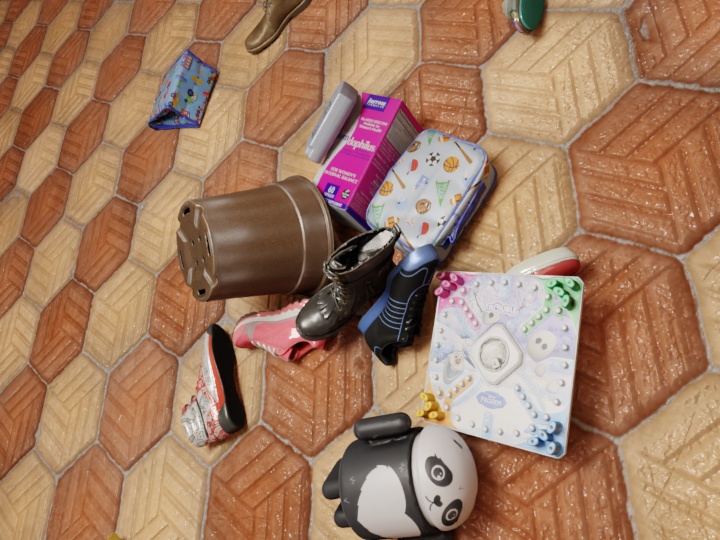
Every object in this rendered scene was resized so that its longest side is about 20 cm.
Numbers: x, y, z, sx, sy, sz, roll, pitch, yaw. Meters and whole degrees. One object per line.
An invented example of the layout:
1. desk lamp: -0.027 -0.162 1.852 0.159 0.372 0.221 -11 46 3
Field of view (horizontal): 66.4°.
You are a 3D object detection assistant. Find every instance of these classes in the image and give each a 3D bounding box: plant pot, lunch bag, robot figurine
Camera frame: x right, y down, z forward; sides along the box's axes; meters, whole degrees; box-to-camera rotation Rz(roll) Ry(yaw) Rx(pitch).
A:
1. plant pot: -0.176 -0.043 0.878 0.198 0.194 0.207 17 112 50
2. lunch bag: 0.109 -0.108 0.848 0.159 0.075 0.203 32 88 36
3. lunch bag: -0.462 -0.433 1.361 0.197 0.093 0.155 4 74 44
4. robot figurine: 0.049 0.267 0.690 0.196 0.150 0.127 -19 47 25

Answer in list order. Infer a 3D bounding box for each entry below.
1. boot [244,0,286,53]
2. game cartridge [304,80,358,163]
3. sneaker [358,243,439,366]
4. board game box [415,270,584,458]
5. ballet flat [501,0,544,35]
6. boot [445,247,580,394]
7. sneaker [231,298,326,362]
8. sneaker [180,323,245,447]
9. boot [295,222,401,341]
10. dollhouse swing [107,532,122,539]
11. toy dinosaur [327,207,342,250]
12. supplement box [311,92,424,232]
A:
1. boot: -0.205 -0.590 1.261 0.199 0.075 0.074 -42 55 12
2. game cartridge: -0.052 -0.264 0.967 0.134 0.041 0.201 -54 15 14
3. sneaker: 0.065 0.053 0.775 0.079 0.069 0.202 55 137 25
4. board game box: 0.164 0.103 0.679 0.196 0.026 0.206 2 80 43
5. ballet flat: 0.272 -0.462 0.906 0.070 0.068 0.205 -2 64 51
6. boot: 0.215 0.076 0.703 0.199 0.072 0.147 -38 54 24
7. sneaker: -0.138 0.112 0.914 0.196 0.073 0.089 -19 62 25
8. sneaker: -0.272 0.202 0.965 0.106 0.067 0.205 -29 59 16
9. boot: -0.025 0.015 0.758 0.198 0.174 0.070 -36 73 -1
10. dollhouse swing: -0.414 0.600 0.907 0.202 0.174 0.182 -55 11 1
11. toy dinosaur: 0.000 0.000 0.880 0.197 0.060 0.108 33 85 16
12. supplement box: 0.011 -0.179 0.925 0.100 0.103 0.204 22 81 38
